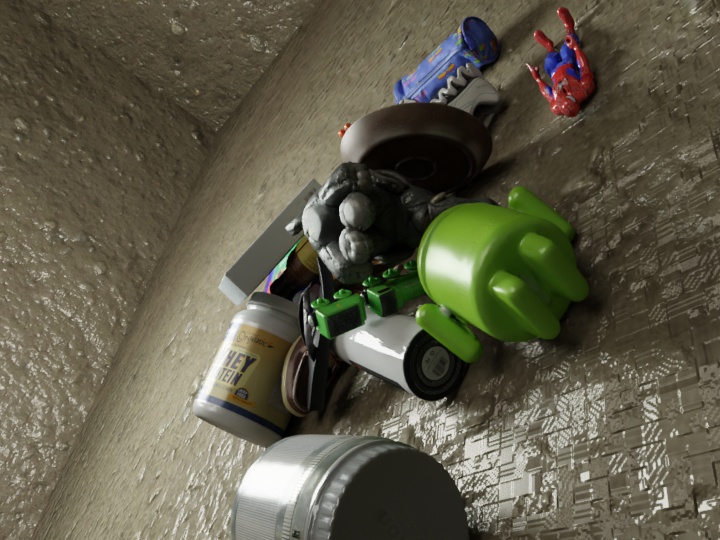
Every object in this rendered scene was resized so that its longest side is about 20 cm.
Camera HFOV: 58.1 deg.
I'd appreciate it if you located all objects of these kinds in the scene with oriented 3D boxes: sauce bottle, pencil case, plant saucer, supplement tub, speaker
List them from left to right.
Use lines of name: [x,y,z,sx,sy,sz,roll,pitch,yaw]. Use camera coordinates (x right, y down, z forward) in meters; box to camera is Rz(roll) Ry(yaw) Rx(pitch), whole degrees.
supplement tub: [-0.152,0.150,0.984,0.144,0.143,0.203,-14,49,58]
sauce bottle: [-0.069,-0.024,0.967,0.200,0.065,0.067,-43,27,34]
speaker: [0.037,0.089,0.758,0.082,0.080,0.199,-62,24,-9]
plant saucer: [0.072,-0.142,0.833,0.199,0.197,0.033,-29,53,48]
pencil case: [0.132,-0.323,1.061,0.199,0.079,0.087,-32,5,47]

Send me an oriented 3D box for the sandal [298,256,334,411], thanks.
sandal: [-0.061,0.082,0.837,0.076,0.042,0.205,-145,60,-81]

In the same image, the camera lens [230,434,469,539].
camera lens: [-0.018,0.234,0.592,0.199,0.159,0.163,-20,43,55]

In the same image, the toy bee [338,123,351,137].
toy bee: [0.003,-0.200,1.142,0.132,0.108,0.201,-51,24,21]

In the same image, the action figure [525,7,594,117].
action figure: [0.245,-0.249,0.791,0.065,0.051,0.203,-35,35,35]

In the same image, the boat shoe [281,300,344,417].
boat shoe: [-0.050,0.110,0.924,0.071,0.072,0.202,-24,34,50]

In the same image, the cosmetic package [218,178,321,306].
cosmetic package: [-0.136,-0.040,1.016,0.201,0.052,0.151,-50,8,-17]

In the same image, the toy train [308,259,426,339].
toy train: [0.032,0.028,0.757,0.197,0.043,0.056,-22,22,-23]

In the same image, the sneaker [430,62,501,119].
sneaker: [0.115,-0.196,0.909,0.200,0.081,0.075,-47,-16,-1]

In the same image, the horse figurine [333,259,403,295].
horse figurine: [0.000,0.000,0.914,0.130,0.051,0.201,-23,16,15]

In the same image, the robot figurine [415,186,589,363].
robot figurine: [0.129,-0.003,0.634,0.177,0.115,0.200,-52,25,-4]

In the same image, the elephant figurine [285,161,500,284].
elephant figurine: [0.040,-0.062,0.788,0.156,0.197,0.143,54,138,27]

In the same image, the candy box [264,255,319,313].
candy box: [-0.090,-0.013,1.139,0.168,0.076,0.202,-38,30,36]
